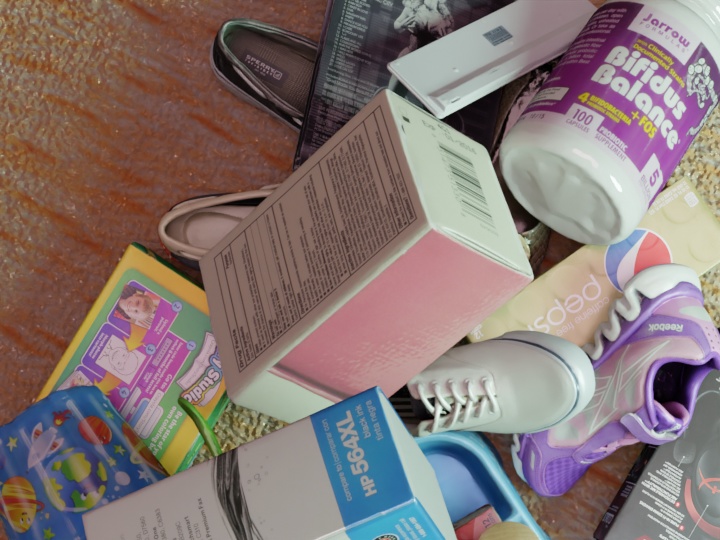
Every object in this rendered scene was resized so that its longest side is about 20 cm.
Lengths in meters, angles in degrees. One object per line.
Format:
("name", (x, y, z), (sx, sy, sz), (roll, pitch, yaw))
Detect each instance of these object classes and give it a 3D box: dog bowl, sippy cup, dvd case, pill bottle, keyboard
("dog bowl", (0.080, 0.200, 1.230), (0.111, 0.050, 0.201), (-34, 84, -1))
("sippy cup", (-0.189, 0.155, 1.152), (0.177, 0.140, 0.131), (-21, 71, -43))
("dvd case", (0.037, -0.145, 1.235), (0.147, 0.016, 0.203), (17, 76, -23))
("pill bottle", (0.193, -0.125, 1.207), (0.112, 0.112, 0.201), (34, 67, 5))
("keyboard", (0.104, -0.163, 1.220), (0.056, 0.011, 0.199), (42, 49, 22))

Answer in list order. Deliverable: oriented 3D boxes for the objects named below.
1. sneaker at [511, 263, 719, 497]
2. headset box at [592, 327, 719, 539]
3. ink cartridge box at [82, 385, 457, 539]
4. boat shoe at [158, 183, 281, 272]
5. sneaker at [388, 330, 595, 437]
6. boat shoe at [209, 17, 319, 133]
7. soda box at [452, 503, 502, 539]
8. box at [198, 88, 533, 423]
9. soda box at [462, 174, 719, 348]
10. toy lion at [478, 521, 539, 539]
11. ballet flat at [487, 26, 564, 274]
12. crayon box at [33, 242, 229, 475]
("sneaker", (0.183, 0.094, 1.183), (0.201, 0.080, 0.089), (-55, 49, 25))
("headset box", (0.269, 0.163, 1.212), (0.148, 0.075, 0.201), (30, 87, 5))
("ink cartridge box", (-0.050, 0.169, 1.033), (0.198, 0.146, 0.085), (-22, 59, 5))
("boat shoe", (-0.051, -0.032, 1.250), (0.197, 0.063, 0.072), (-2, 83, 1))
("sneaker", (0.069, 0.089, 1.179), (0.198, 0.071, 0.074), (-10, 102, 41))
("boat shoe", (-0.024, -0.124, 1.251), (0.198, 0.071, 0.073), (23, 85, 1))
("soda box", (0.113, 0.263, 1.162), (0.063, 0.070, 0.201), (-29, 83, -2))
("box", (0.000, 0.000, 1.154), (0.200, 0.108, 0.129), (-41, 46, 27))
("soda box", (0.171, 0.017, 1.236), (0.199, 0.064, 0.068), (-34, 85, -2))
("toy lion", (0.026, 0.240, 1.092), (0.189, 0.069, 0.203), (-2, 68, 9))
("ballet flat", (0.121, -0.084, 1.255), (0.067, 0.046, 0.203), (14, 85, 4))
("crayon box", (-0.166, 0.096, 1.244), (0.118, 0.058, 0.201), (31, 87, 4))
